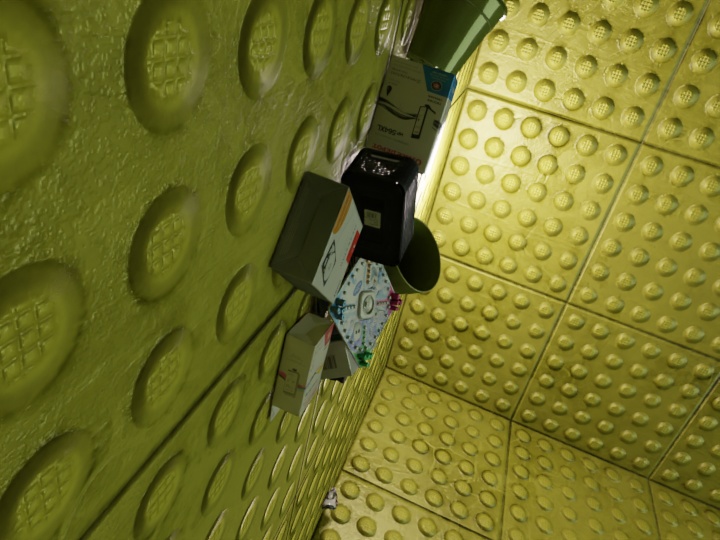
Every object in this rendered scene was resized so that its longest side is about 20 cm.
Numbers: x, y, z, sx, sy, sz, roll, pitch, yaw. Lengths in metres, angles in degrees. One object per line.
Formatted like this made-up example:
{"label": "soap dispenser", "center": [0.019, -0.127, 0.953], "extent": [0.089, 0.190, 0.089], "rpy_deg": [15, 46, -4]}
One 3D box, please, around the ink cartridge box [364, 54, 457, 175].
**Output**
{"label": "ink cartridge box", "center": [0.105, -0.320, 1.111], "extent": [0.084, 0.142, 0.207], "rpy_deg": [-34, 142, -75]}

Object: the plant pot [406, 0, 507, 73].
{"label": "plant pot", "center": [0.198, -0.536, 1.188], "extent": [0.194, 0.197, 0.200], "rpy_deg": [-60, 171, 8]}

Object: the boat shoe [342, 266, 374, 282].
{"label": "boat shoe", "center": [-0.034, 0.058, 1.244], "extent": [0.070, 0.070, 0.202], "rpy_deg": [-36, 161, -40]}

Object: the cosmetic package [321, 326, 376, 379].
{"label": "cosmetic package", "center": [-0.041, 0.178, 1.250], "extent": [0.200, 0.104, 0.088], "rpy_deg": [-38, 115, -69]}

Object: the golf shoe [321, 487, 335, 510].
{"label": "golf shoe", "center": [-0.159, 1.186, 2.742], "extent": [0.200, 0.074, 0.092], "rpy_deg": [75, 16, -77]}

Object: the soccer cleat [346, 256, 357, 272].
{"label": "soccer cleat", "center": [0.000, 0.000, 1.290], "extent": [0.086, 0.066, 0.207], "rpy_deg": [-125, -138, -61]}

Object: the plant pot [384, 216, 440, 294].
{"label": "plant pot", "center": [0.077, -0.017, 1.370], "extent": [0.197, 0.187, 0.190], "rpy_deg": [-19, -146, 45]}

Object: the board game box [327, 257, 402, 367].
{"label": "board game box", "center": [0.019, 0.077, 1.168], "extent": [0.203, 0.025, 0.203], "rpy_deg": [-58, 139, -32]}

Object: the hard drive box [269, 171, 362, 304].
{"label": "hard drive box", "center": [-0.065, -0.046, 0.878], "extent": [0.200, 0.075, 0.161], "rpy_deg": [60, 50, -78]}

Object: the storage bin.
{"label": "storage bin", "center": [0.038, -0.125, 1.070], "extent": [0.095, 0.131, 0.205], "rpy_deg": [-58, 157, -44]}

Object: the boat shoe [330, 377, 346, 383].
{"label": "boat shoe", "center": [-0.048, 0.211, 1.407], "extent": [0.076, 0.090, 0.202], "rpy_deg": [100, 14, -47]}

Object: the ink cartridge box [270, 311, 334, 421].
{"label": "ink cartridge box", "center": [-0.119, 0.204, 1.068], "extent": [0.117, 0.065, 0.206], "rpy_deg": [-47, 154, -66]}

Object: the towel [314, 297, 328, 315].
{"label": "towel", "center": [-0.053, -0.014, 1.162], "extent": [0.146, 0.022, 0.203], "rpy_deg": [98, 14, -50]}
